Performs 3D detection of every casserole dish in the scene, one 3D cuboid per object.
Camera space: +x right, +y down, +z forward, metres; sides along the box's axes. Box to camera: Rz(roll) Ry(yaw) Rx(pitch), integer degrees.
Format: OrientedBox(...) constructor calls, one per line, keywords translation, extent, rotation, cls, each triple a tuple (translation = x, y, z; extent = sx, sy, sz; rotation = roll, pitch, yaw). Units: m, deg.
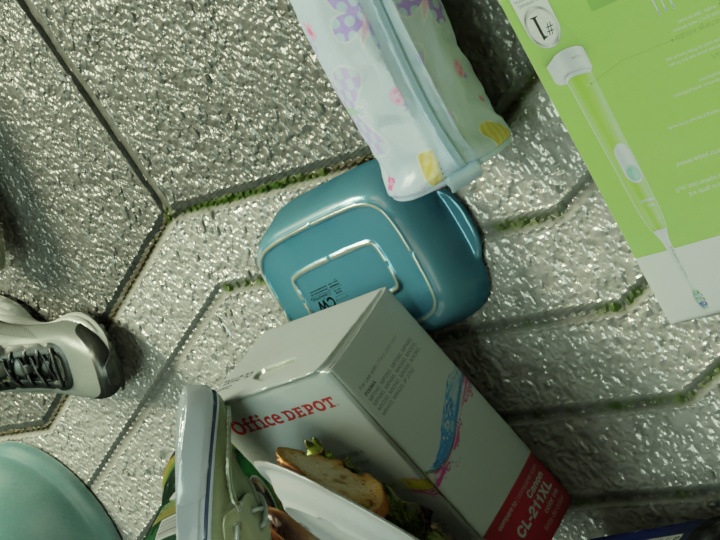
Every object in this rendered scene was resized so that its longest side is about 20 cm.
OrientedBox(translation=(0.000, 0.000, 1.229), extent=(0.200, 0.039, 0.122), rotation=(-23, 100, 51), cls="casserole dish")

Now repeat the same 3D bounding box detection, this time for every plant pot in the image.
OrientedBox(translation=(-0.317, 0.273, 1.666), extent=(0.200, 0.134, 0.201), rotation=(25, 133, 30), cls="plant pot")

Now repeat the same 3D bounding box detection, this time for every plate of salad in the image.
OrientedBox(translation=(0.025, 0.161, 1.142), extent=(0.199, 0.048, 0.200), rotation=(29, 167, 8), cls="plate of salad")

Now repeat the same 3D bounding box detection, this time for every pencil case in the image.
OrientedBox(translation=(0.013, -0.141, 1.077), extent=(0.201, 0.083, 0.091), rotation=(63, 162, -12), cls="pencil case")

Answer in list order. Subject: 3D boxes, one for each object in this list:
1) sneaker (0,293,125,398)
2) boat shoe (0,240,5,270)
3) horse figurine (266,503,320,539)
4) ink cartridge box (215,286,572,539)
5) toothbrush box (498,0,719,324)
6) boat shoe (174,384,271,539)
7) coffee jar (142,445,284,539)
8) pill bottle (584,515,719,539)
OrientedBox(translation=(-0.267, 0.074, 1.515), extent=(0.199, 0.079, 0.074), rotation=(8, 121, 40), cls="sneaker")
OrientedBox(translation=(-0.337, -0.083, 1.482), extent=(0.062, 0.072, 0.201), rotation=(-12, 112, 16), cls="boat shoe")
OrientedBox(translation=(-0.002, 0.229, 1.209), extent=(0.133, 0.050, 0.200), rotation=(58, 176, -24), cls="horse figurine")
OrientedBox(translation=(0.018, 0.120, 1.228), extent=(0.200, 0.083, 0.145), rotation=(49, 143, -17), cls="ink cartridge box")
OrientedBox(translation=(0.184, -0.089, 0.943), extent=(0.145, 0.086, 0.201), rotation=(-19, 102, 49), cls="toothbrush box")
OrientedBox(translation=(-0.089, 0.168, 1.219), extent=(0.072, 0.062, 0.201), rotation=(-108, 17, -71), cls="boat shoe")
OrientedBox(translation=(-0.106, 0.194, 1.359), extent=(0.085, 0.200, 0.105), rotation=(-21, 106, 10), cls="coffee jar")
OrientedBox(translation=(0.201, 0.207, 1.121), extent=(0.199, 0.112, 0.112), rotation=(-20, 102, 49), cls="pill bottle")
